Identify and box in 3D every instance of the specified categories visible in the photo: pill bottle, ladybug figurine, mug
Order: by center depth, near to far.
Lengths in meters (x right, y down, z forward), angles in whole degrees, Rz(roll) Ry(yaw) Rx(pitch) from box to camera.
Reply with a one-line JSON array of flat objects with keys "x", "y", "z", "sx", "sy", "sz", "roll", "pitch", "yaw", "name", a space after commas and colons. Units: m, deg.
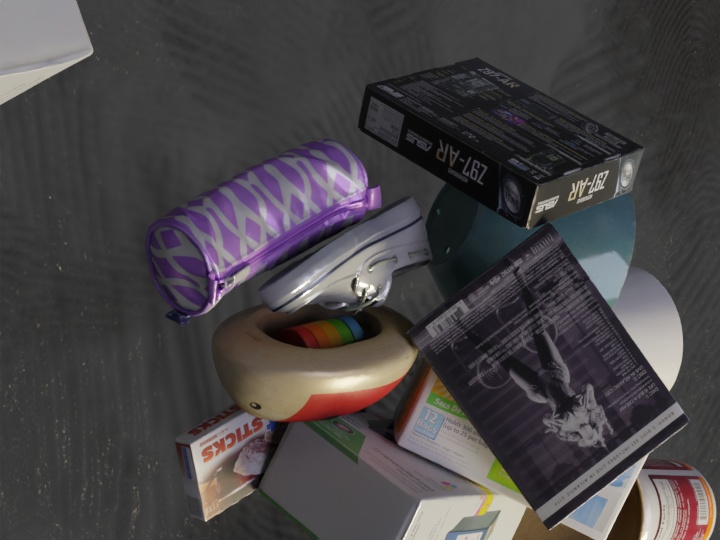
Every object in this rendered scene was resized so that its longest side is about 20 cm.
[{"x": -0.034, "y": 0.074, "z": 1.208, "sx": 0.198, "sy": 0.135, "sz": 0.073, "roll": -9, "pitch": 117, "yaw": -40, "name": "ladybug figurine"}, {"x": 0.221, "y": 0.093, "z": 1.489, "sx": 0.152, "sy": 0.149, "sz": 0.189, "roll": -4, "pitch": 90, "yaw": -39, "name": "mug"}, {"x": 0.298, "y": 0.264, "z": 1.629, "sx": 0.199, "sy": 0.112, "sz": 0.115, "roll": 10, "pitch": 91, "yaw": -48, "name": "pill bottle"}]

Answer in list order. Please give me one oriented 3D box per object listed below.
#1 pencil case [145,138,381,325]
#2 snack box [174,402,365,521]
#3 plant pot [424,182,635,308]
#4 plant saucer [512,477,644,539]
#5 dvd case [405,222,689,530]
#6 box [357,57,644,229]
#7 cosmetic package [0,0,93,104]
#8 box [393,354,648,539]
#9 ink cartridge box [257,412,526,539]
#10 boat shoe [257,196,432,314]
[{"x": -0.078, "y": -0.037, "z": 1.168, "sx": 0.199, "sy": 0.085, "sz": 0.085, "roll": -35, "pitch": 129, "yaw": -39, "name": "pencil case"}, {"x": -0.072, "y": 0.133, "z": 1.255, "sx": 0.199, "sy": 0.024, "sz": 0.073, "roll": -28, "pitch": 118, "yaw": -41, "name": "snack box"}, {"x": 0.136, "y": -0.024, "z": 1.351, "sx": 0.134, "sy": 0.200, "sz": 0.202, "roll": 22, "pitch": 81, "yaw": -24, "name": "plant pot"}, {"x": 0.180, "y": 0.235, "z": 1.466, "sx": 0.035, "sy": 0.197, "sz": 0.203, "roll": -37, "pitch": 133, "yaw": -81, "name": "plant saucer"}, {"x": 0.153, "y": 0.086, "z": 1.206, "sx": 0.148, "sy": 0.016, "sz": 0.201, "roll": -36, "pitch": 93, "yaw": -2, "name": "dvd case"}, {"x": 0.121, "y": -0.116, "z": 1.286, "sx": 0.159, "sy": 0.199, "sz": 0.044, "roll": -20, "pitch": 133, "yaw": -44, "name": "box"}, {"x": -0.282, "y": -0.175, "z": 0.814, "sx": 0.164, "sy": 0.164, "sz": 0.202, "roll": -23, "pitch": 95, "yaw": -43, "name": "cosmetic package"}, {"x": 0.138, "y": 0.130, "z": 1.271, "sx": 0.101, "sy": 0.198, "sz": 0.114, "roll": -88, "pitch": -157, "yaw": -81, "name": "box"}, {"x": 0.033, "y": 0.191, "z": 1.268, "sx": 0.199, "sy": 0.145, "sz": 0.088, "roll": 13, "pitch": 106, "yaw": -56, "name": "ink cartridge box"}, {"x": 0.000, "y": 0.000, "z": 1.210, "sx": 0.199, "sy": 0.073, "sz": 0.067, "roll": -32, "pitch": 93, "yaw": -44, "name": "boat shoe"}]
